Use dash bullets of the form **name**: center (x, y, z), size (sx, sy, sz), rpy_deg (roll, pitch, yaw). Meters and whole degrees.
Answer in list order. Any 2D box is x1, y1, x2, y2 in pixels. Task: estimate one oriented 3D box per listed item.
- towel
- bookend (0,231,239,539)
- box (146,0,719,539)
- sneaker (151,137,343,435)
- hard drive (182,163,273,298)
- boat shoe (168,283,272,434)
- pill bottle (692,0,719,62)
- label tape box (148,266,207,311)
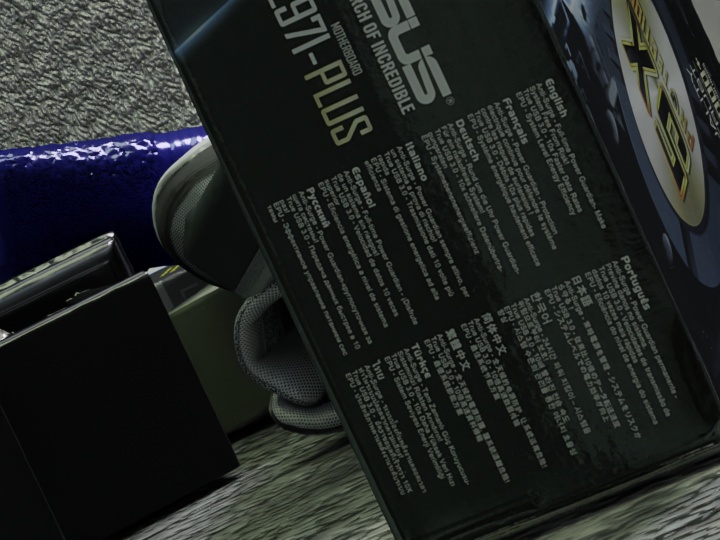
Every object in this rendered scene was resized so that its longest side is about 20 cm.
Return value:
- **towel**: center (-0.056, -0.027, 1.180), size (0.199, 0.050, 0.148), rpy_deg (-8, -5, -8)
- **bookend**: center (-0.129, 0.063, 0.979), size (0.198, 0.092, 0.200), rpy_deg (-27, 5, -17)
- **box**: center (0.026, -0.052, 0.719), size (0.086, 0.200, 0.164), rpy_deg (-23, 4, 19)
- **sneaker**: center (-0.020, -0.002, 1.007), size (0.200, 0.076, 0.114), rpy_deg (5, 28, 41)
- **hard drive**: center (0.022, -0.097, 0.895), size (0.200, 0.033, 0.140), rpy_deg (-59, -6, 33)
- **boat shoe**: center (0.000, 0.001, 1.130), size (0.201, 0.070, 0.072), rpy_deg (-27, 7, 16)
- **pill bottle**: center (0.106, -0.080, 1.219), size (0.113, 0.113, 0.200), rpy_deg (-26, 4, 0)
- **label tape box**: center (-0.054, 0.015, 1.326), size (0.200, 0.063, 0.144), rpy_deg (-25, 5, 13)
